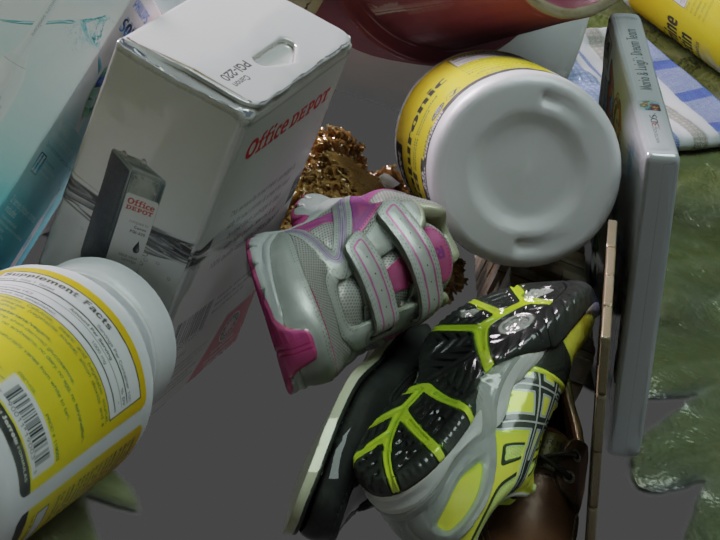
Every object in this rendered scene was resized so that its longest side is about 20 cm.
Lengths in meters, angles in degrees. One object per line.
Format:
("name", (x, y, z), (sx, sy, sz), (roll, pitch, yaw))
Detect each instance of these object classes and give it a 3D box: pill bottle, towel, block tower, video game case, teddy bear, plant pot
("pill bottle", (-0.168, 0.064, 1.292), (0.112, 0.113, 0.200), (31, 28, 12))
("towel", (0.184, -0.134, 2.018), (0.199, 0.024, 0.147), (-6, 41, -45))
("block tower", (0.104, 0.020, 1.651), (0.058, 0.054, 0.200), (20, 29, -8))
("pill bottle", (0.079, -0.071, 1.606), (0.111, 0.112, 0.200), (20, 6, -10))
("video game case", (0.155, -0.023, 1.617), (0.024, 0.201, 0.182), (2, 30, -3))
("teddy bear", (-0.008, -0.025, 1.642), (0.145, 0.067, 0.200), (27, 20, -22))
("plant pot", (0.074, -0.220, 1.646), (0.199, 0.201, 0.179), (4, 5, -35))
("pill bottle", (0.274, -0.232, 2.164), (0.200, 0.112, 0.112), (40, 31, 27))

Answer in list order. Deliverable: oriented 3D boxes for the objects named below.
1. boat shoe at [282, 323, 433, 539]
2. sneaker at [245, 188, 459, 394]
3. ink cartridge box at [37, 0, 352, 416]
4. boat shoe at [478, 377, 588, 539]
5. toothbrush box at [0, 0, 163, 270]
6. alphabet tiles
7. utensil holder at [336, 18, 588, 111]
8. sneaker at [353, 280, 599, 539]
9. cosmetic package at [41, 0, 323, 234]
("boat shoe", (0.012, 0.086, 1.440), (0.063, 0.074, 0.201), (28, 28, 5))
("sneaker", (0.000, 0.000, 1.434), (0.088, 0.082, 0.200), (-12, 18, 17))
("ink cartridge box", (-0.094, -0.038, 1.432), (0.085, 0.201, 0.146), (30, 28, 10))
("boat shoe", (0.084, 0.110, 1.463), (0.072, 0.068, 0.200), (19, 29, -14))
("toothbrush box", (-0.215, -0.091, 1.419), (0.146, 0.200, 0.085), (31, -7, 11))
("alphabet tiles", (0.130, 0.061, 1.488), (0.008, 0.168, 0.200), (4, 28, 5))
("utensil holder", (0.037, -0.190, 1.841), (0.199, 0.170, 0.170), (17, 28, -17))
("sneaker", (0.065, 0.075, 1.417), (0.075, 0.077, 0.200), (-2, 32, 41))
("cosmetic package", (-0.118, -0.107, 1.581), (0.052, 0.151, 0.200), (45, 32, 15))
